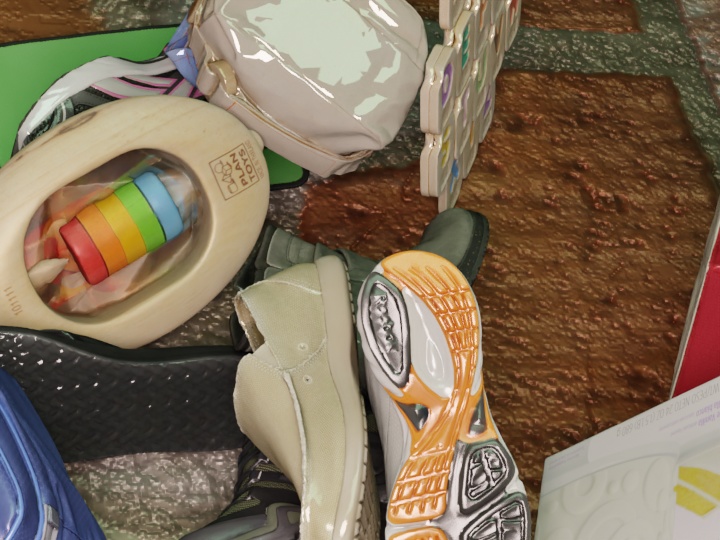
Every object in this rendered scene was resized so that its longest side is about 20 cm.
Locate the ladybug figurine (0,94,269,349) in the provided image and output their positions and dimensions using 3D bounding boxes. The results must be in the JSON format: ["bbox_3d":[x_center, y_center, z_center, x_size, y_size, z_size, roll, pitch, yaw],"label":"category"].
[{"bbox_3d":[-0.143,-0.027,1.252,0.200,0.136,0.072,-28,17,-17],"label":"ladybug figurine"}]

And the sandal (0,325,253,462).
[{"bbox_3d":[-0.147,0.067,1.204,0.200,0.076,0.048,6,16,-23],"label":"sandal"}]

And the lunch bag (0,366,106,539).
[{"bbox_3d":[-0.223,0.103,1.058,0.136,0.132,0.200,-35,59,-3],"label":"lunch bag"}]

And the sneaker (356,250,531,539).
[{"bbox_3d":[0.041,0.091,1.130,0.075,0.092,0.201,-6,86,-3],"label":"sneaker"}]

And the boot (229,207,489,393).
[{"bbox_3d":[0.000,0.000,1.273,0.130,0.068,0.200,23,31,-2],"label":"boot"}]

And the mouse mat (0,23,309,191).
[{"bbox_3d":[-0.148,-0.098,1.394,0.199,0.008,0.161,-10,52,-25],"label":"mouse mat"}]

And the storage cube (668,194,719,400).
[{"bbox_3d":[0.285,0.028,1.278,0.179,0.200,0.171,15,45,7],"label":"storage cube"}]

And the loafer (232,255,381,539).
[{"bbox_3d":[-0.030,0.077,1.120,0.068,0.076,0.200,-8,43,1],"label":"loafer"}]

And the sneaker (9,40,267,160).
[{"bbox_3d":[-0.125,-0.085,1.330,0.086,0.080,0.200,43,51,20],"label":"sneaker"}]

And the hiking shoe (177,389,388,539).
[{"bbox_3d":[-0.042,0.125,1.178,0.200,0.076,0.101,-20,47,-42],"label":"hiking shoe"}]

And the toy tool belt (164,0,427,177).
[{"bbox_3d":[-0.061,-0.139,1.314,0.200,0.123,0.125,34,73,-6],"label":"toy tool belt"}]

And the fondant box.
[{"bbox_3d":[0.151,0.164,1.097,0.058,0.144,0.200,34,47,-26],"label":"fondant box"}]

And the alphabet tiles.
[{"bbox_3d":[0.072,-0.139,1.369,0.015,0.196,0.200,11,43,14],"label":"alphabet tiles"}]
